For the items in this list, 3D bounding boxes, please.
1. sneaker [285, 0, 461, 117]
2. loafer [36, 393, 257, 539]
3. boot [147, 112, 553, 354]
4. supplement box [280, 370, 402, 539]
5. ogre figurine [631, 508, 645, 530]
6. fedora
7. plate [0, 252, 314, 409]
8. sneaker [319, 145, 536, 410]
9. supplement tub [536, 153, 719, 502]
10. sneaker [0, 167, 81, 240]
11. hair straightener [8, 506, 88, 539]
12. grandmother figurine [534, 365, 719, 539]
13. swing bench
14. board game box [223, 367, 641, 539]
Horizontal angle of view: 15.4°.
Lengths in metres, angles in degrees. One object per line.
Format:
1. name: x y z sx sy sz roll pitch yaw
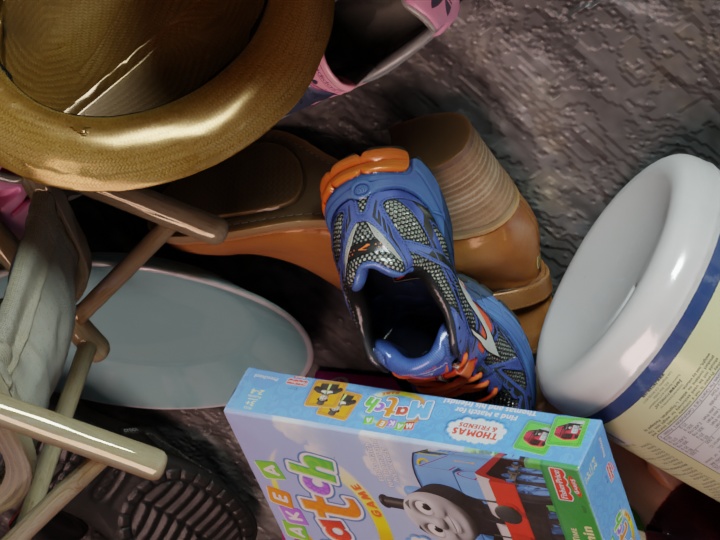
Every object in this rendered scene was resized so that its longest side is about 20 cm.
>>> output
1. sneaker: -0.025 -0.110 1.299 0.070 0.082 0.200 37 132 -21
2. loafer: -0.141 0.118 1.574 0.073 0.071 0.200 -48 124 7
3. boot: 0.000 0.000 1.409 0.200 0.074 0.155 -6 135 25
4. supplement box: 0.019 0.164 1.540 0.101 0.103 0.200 6 136 12
5. ogre figurine: 0.155 0.182 1.519 0.200 0.098 0.120 -8 121 13
6. fedora: -0.110 -0.117 1.266 0.200 0.201 0.082 14 161 2
7. plate: -0.124 0.029 1.470 0.200 0.026 0.200 4 156 2
8. sneaker: 0.031 0.033 1.338 0.075 0.079 0.200 -18 130 19
9. supplement tub: 0.205 0.048 1.342 0.200 0.145 0.145 29 134 -13
10. sneaker: -0.178 -0.114 1.360 0.095 0.079 0.200 -23 124 0
11. hair straightener: -0.225 0.195 1.656 0.041 0.077 0.200 32 133 -17
12. grandmother figurine: 0.166 0.121 1.398 0.200 0.121 0.061 42 138 21
13. swing bench: -0.189 0.013 1.271 0.200 0.199 0.130 36 124 -17
14. board game box: 0.044 0.123 1.362 0.200 0.037 0.151 8 140 30
